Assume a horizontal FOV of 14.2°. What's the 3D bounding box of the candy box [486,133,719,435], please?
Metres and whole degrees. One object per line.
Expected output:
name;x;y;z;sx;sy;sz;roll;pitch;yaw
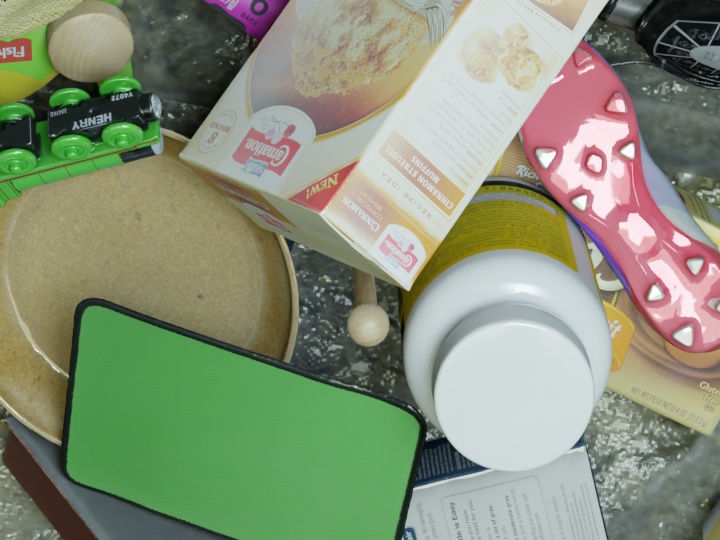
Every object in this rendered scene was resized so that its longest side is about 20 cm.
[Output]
candy box;0.139;-0.001;1.663;0.199;0.055;0.116;25;106;-10

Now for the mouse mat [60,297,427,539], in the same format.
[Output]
mouse mat;-0.067;0.096;1.573;0.199;0.008;0.161;18;138;5

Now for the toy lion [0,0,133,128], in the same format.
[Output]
toy lion;-0.225;-0.076;1.601;0.199;0.069;0.192;-6;133;-10

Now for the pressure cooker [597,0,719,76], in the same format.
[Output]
pressure cooker;0.229;-0.189;1.529;0.199;0.176;0.179;18;119;-4

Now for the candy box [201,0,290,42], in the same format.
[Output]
candy box;-0.045;-0.241;1.558;0.136;0.061;0.200;33;105;-22

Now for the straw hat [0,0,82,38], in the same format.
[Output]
straw hat;-0.187;-0.168;1.499;0.200;0.202;0.085;-12;127;2

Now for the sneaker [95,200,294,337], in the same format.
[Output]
sneaker;-0.062;-0.007;1.646;0.200;0.075;0.085;-35;106;20

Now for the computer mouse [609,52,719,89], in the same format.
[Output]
computer mouse;0.130;-0.119;1.618;0.199;0.059;0.034;-4;140;-2

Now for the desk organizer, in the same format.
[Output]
desk organizer;-0.121;0.155;1.678;0.072;0.077;0.200;-35;79;-21

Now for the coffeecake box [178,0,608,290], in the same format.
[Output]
coffeecake box;0.020;-0.105;1.486;0.073;0.153;0.200;40;80;-33

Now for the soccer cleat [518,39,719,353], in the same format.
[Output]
soccer cleat;0.144;-0.042;1.593;0.067;0.076;0.201;-34;89;4

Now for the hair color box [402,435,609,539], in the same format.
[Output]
hair color box;0.044;0.157;1.713;0.199;0.061;0.101;-14;111;2

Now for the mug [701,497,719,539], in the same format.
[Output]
mug;0.277;0.160;1.675;0.152;0.187;0.150;-17;66;13

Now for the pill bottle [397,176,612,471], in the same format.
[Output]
pill bottle;0.076;0.030;1.536;0.111;0.200;0.112;0;109;-1

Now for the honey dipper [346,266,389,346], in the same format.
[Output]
honey dipper;0.000;0.000;1.581;0.038;0.200;0.038;0;111;-1

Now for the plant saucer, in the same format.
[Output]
plant saucer;-0.128;0.008;1.603;0.199;0.035;0.201;4;111;9

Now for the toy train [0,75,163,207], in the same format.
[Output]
toy train;-0.195;-0.058;1.543;0.199;0.042;0.056;-13;150;12
